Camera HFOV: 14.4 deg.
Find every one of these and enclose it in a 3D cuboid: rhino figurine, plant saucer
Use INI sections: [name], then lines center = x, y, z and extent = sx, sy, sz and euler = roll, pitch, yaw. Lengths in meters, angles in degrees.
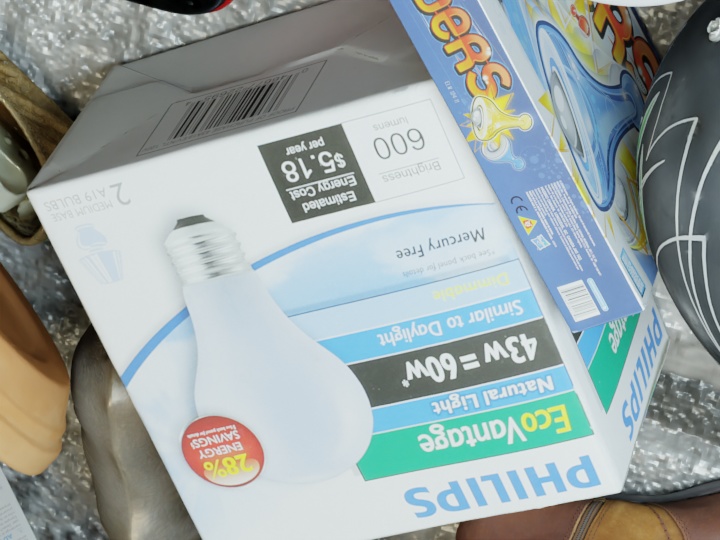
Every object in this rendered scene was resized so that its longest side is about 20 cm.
[rhino figurine]
center = -0.093, 0.097, 1.313
extent = 0.060, 0.088, 0.201
euler = 1, 123, 13
[plant saucer]
center = -0.188, -0.001, 1.234
extent = 0.037, 0.200, 0.200
euler = -37, 107, 2

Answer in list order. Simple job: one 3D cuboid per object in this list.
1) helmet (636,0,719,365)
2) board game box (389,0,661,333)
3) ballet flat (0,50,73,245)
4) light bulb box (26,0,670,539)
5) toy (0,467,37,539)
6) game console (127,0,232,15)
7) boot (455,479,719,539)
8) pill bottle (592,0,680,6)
[helmet]
center = 0.201, -0.031, 1.082
extent = 0.190, 0.200, 0.201
euler = -5, 121, 8
[board game box]
center = 0.067, -0.095, 1.115
extent = 0.034, 0.135, 0.200
euler = -18, 115, 27
[ballet flat]
center = -0.194, -0.084, 1.241
extent = 0.068, 0.072, 0.200
euler = -34, 106, 30
[light bulb box]
center = 0.000, 0.000, 1.202
extent = 0.198, 0.125, 0.200
euler = -14, 115, 25
[toy]
center = -0.200, 0.153, 1.370
extent = 0.115, 0.047, 0.200
euler = -30, 82, 9
[game console]
center = -0.138, -0.179, 1.145
extent = 0.199, 0.031, 0.177
euler = 16, 151, 7
[boot]
center = 0.118, 0.160, 1.220
extent = 0.188, 0.200, 0.069
euler = 19, 125, 5
[pill bottle]
center = 0.108, -0.185, 1.003
extent = 0.115, 0.200, 0.116
euler = 8, 123, 12
